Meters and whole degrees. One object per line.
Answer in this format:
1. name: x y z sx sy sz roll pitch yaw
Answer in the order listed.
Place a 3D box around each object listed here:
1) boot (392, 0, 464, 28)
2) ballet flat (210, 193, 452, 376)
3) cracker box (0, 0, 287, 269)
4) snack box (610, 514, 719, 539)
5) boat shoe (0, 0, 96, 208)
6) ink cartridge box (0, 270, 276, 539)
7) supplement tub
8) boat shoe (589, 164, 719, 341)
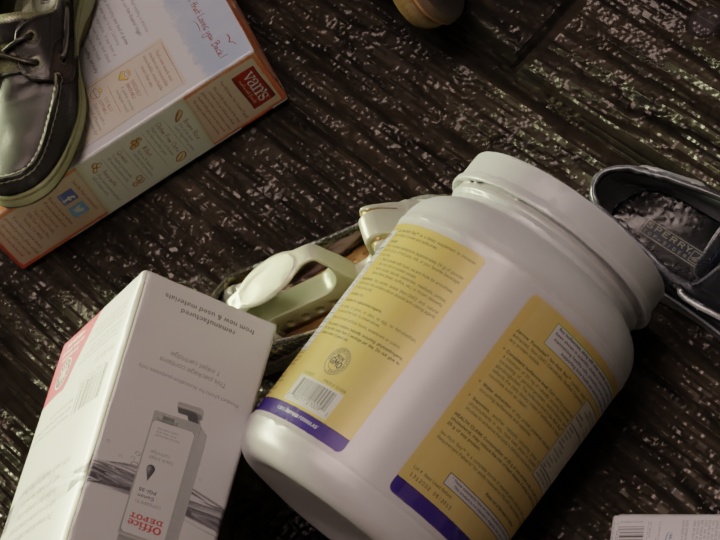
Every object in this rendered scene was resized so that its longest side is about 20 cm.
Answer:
1. boot: 0.003 -0.199 1.468 0.075 0.074 0.200 -42 43 15
2. ballet flat: 0.000 0.000 1.336 0.200 0.072 0.072 -24 53 10
3. cracker box: -0.160 -0.110 1.488 0.200 0.058 0.134 -32 51 5
4. snack box: 0.147 0.213 1.158 0.072 0.024 0.201 -2 59 23
5. boat shoe: -0.204 -0.134 1.445 0.071 0.066 0.202 -8 57 22
6. ink cartridge box: -0.130 0.121 1.271 0.146 0.083 0.201 -36 35 59
7. supplement tub: 0.049 0.054 1.228 0.145 0.145 0.200 29 75 36
8. boat shoe: 0.200 0.000 1.239 0.200 0.068 0.072 34 79 37
